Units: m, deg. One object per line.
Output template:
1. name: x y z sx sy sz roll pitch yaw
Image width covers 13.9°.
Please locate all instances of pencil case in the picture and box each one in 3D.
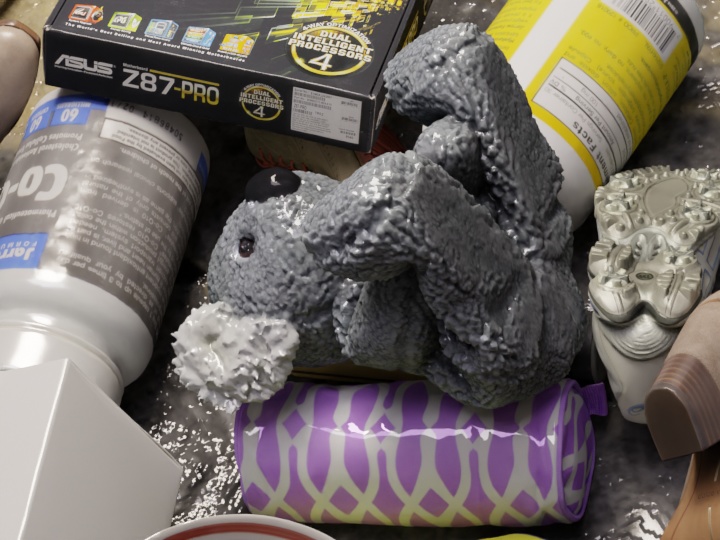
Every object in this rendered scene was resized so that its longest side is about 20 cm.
1. pencil case: 0.028 0.096 1.596 0.199 0.084 0.086 2 31 17

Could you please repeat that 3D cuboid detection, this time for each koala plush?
1. koala plush: 0.000 0.000 1.559 0.200 0.184 0.178 -14 31 32

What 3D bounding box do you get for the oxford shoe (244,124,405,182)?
1. oxford shoe: -0.024 -0.076 1.756 0.075 0.070 0.200 -39 46 10

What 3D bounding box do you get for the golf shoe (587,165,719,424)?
1. golf shoe: 0.161 0.010 1.621 0.078 0.098 0.200 6 28 15

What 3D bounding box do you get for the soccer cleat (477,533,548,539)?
1. soccer cleat: 0.047 0.169 1.556 0.200 0.065 0.084 4 26 25

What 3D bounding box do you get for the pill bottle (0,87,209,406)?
1. pill bottle: -0.164 0.001 1.701 0.113 0.114 0.200 2 54 19

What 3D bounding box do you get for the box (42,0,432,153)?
1. box: -0.068 -0.151 1.729 0.199 0.049 0.161 13 40 10

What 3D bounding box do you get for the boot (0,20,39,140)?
1. boot: -0.269 -0.046 1.745 0.200 0.070 0.146 -43 20 38

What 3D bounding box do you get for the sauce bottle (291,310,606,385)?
1. sauce bottle: 0.040 0.036 1.646 0.199 0.065 0.065 6 56 19

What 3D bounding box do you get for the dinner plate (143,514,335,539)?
1. dinner plate: -0.062 0.225 1.501 0.199 0.024 0.201 2 81 -12

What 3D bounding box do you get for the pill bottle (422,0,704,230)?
1. pill bottle: 0.104 -0.089 1.688 0.111 0.111 0.200 22 62 30

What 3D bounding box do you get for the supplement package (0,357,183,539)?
1. supplement package: -0.190 0.167 1.563 0.121 0.120 0.200 -12 50 30

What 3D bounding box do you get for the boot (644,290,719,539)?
1. boot: 0.210 0.107 1.520 0.070 0.201 0.146 -4 15 38
